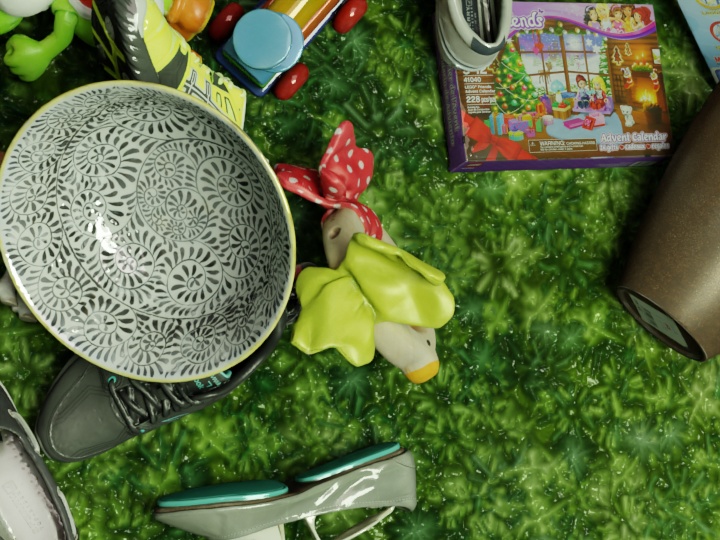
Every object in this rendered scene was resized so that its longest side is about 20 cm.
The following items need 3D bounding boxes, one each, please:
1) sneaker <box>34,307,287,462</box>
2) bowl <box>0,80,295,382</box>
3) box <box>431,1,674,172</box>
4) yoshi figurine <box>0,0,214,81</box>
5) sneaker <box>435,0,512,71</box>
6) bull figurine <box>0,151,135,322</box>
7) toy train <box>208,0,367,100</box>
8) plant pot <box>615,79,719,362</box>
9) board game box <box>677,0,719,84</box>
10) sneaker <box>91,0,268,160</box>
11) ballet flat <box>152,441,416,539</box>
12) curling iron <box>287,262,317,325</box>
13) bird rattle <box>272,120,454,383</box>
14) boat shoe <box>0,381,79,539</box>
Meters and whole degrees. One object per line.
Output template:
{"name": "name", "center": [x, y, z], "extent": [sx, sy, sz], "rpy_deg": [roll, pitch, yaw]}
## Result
{"name": "sneaker", "center": [-0.137, 0.069, 0.839], "extent": [0.200, 0.079, 0.076], "rpy_deg": [-34, 108, -10]}
{"name": "bowl", "center": [-0.127, -0.037, 0.792], "extent": [0.199, 0.094, 0.202], "rpy_deg": [5, 113, 12]}
{"name": "box", "center": [0.164, -0.156, 1.020], "extent": [0.199, 0.039, 0.138], "rpy_deg": [-4, 81, -20]}
{"name": "yoshi figurine", "center": [-0.217, -0.192, 0.879], "extent": [0.199, 0.113, 0.112], "rpy_deg": [20, 115, -29]}
{"name": "sneaker", "center": [0.088, -0.260, 0.940], "extent": [0.073, 0.071, 0.201], "rpy_deg": [-11, 92, -19]}
{"name": "bull figurine", "center": [-0.253, -0.039, 0.837], "extent": [0.199, 0.065, 0.122], "rpy_deg": [18, 73, -18]}
{"name": "toy train", "center": [-0.027, -0.221, 0.899], "extent": [0.085, 0.116, 0.200], "rpy_deg": [41, 90, -9]}
{"name": "plant pot", "center": [0.309, -0.030, 0.991], "extent": [0.187, 0.187, 0.200], "rpy_deg": [43, 84, -8]}
{"name": "board game box", "center": [0.362, -0.220, 0.979], "extent": [0.056, 0.199, 0.196], "rpy_deg": [-56, 130, -20]}
{"name": "sneaker", "center": [-0.128, -0.129, 0.854], "extent": [0.076, 0.075, 0.201], "rpy_deg": [-33, 135, -14]}
{"name": "ballet flat", "center": [-0.048, 0.176, 0.874], "extent": [0.199, 0.067, 0.064], "rpy_deg": [-11, 91, -21]}
{"name": "curling iron", "center": [-0.111, 0.036, 0.896], "extent": [0.199, 0.026, 0.050], "rpy_deg": [-13, 82, -21]}
{"name": "bird rattle", "center": [0.000, 0.000, 0.893], "extent": [0.112, 0.200, 0.163], "rpy_deg": [-32, 129, 7]}
{"name": "boat shoe", "center": [-0.256, 0.123, 0.812], "extent": [0.074, 0.060, 0.201], "rpy_deg": [-30, 91, -20]}
